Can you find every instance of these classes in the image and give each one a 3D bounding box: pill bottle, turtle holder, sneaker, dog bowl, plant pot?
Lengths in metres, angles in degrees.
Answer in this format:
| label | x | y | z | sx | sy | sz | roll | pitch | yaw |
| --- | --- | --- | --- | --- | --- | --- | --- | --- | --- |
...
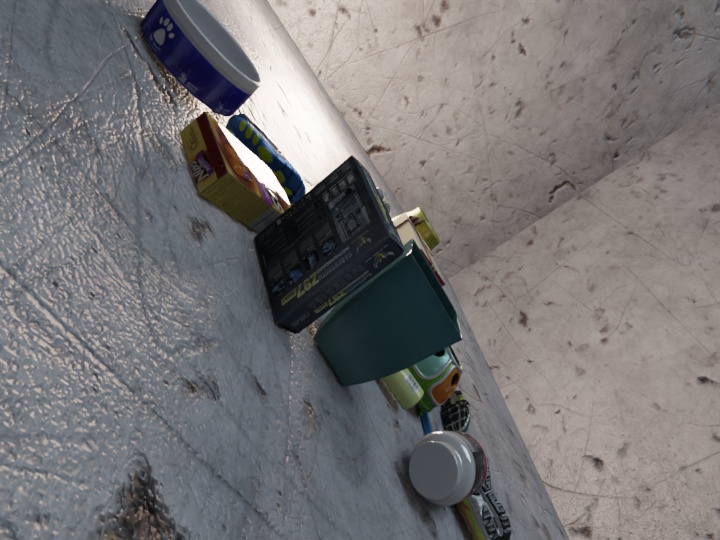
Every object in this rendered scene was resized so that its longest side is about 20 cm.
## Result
| label | x | y | z | sx | sy | sz | roll | pitch | yaw |
| --- | --- | --- | --- | --- | --- | --- | --- | --- | --- |
| pill bottle | 0.145 | 0.327 | 0.918 | 0.113 | 0.109 | 0.199 | 63 | 13 | 24 |
| turtle holder | 0.138 | 0.196 | 1.159 | 0.142 | 0.130 | 0.187 | 52 | 13 | -23 |
| sneaker | 0.248 | 0.364 | 1.369 | 0.200 | 0.075 | 0.082 | -40 | 106 | -78 |
| dog bowl | -0.258 | -0.359 | 0.908 | 0.201 | 0.078 | 0.201 | 47 | 15 | -16 |
| plant pot | 0.142 | -0.091 | 1.733 | 0.203 | 0.190 | 0.202 | 54 | 13 | -18 |
| sneaker | 0.206 | 0.418 | 1.043 | 0.076 | 0.090 | 0.206 | -5 | 66 | -29 |
| sneaker | -0.164 | -0.203 | 1.002 | 0.201 | 0.070 | 0.084 | 50 | 20 | -28 |
| plant pot | 0.035 | 0.075 | 0.848 | 0.144 | 0.197 | 0.142 | 56 | 13 | -6 |

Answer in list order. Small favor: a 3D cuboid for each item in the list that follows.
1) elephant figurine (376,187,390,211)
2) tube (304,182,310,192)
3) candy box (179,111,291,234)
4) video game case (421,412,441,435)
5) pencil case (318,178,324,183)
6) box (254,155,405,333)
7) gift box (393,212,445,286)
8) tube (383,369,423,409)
| label | x | y | z | sx | sy | sz | roll | pitch | yaw |
| --- | --- | --- | --- | --- | --- | --- | --- | --- | --- |
| elephant figurine | -0.004 | -0.138 | 1.420 | 0.199 | 0.149 | 0.148 | -179 | -90 | -74 |
| tube | -0.118 | -0.152 | 1.139 | 0.202 | 0.050 | 0.060 | -109 | -154 | -60 |
| candy box | -0.174 | -0.130 | 0.822 | 0.119 | 0.055 | 0.200 | 64 | 11 | 26 |
| video game case | 0.191 | 0.405 | 1.149 | 0.202 | 0.017 | 0.145 | 54 | 13 | -27 |
| pencil case | -0.026 | -0.147 | 1.263 | 0.198 | 0.078 | 0.090 | 35 | -8 | 37 |
| box | -0.050 | -0.036 | 0.760 | 0.051 | 0.198 | 0.161 | 33 | 26 | -48 |
| gift box | 0.126 | -0.028 | 1.520 | 0.186 | 0.196 | 0.189 | 54 | 10 | -40 |
| tube | 0.042 | 0.160 | 1.023 | 0.203 | 0.051 | 0.058 | 56 | -30 | -3 |
